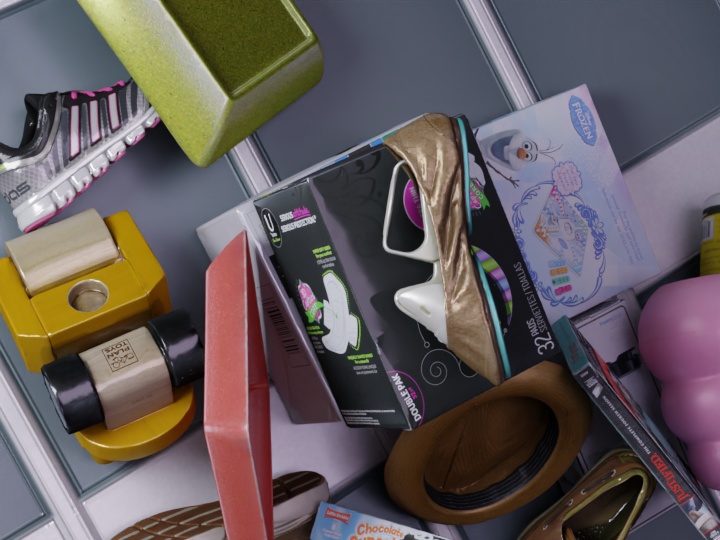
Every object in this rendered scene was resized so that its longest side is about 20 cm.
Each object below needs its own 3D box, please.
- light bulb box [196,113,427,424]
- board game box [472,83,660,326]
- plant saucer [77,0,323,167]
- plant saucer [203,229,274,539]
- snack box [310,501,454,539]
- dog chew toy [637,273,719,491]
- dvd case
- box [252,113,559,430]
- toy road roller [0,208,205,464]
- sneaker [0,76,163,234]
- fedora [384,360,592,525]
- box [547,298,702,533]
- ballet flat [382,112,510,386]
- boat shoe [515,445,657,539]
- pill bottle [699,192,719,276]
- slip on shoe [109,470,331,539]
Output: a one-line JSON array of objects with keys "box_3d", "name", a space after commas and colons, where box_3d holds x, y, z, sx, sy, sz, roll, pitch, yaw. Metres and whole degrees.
[{"box_3d": [0.000, 0.000, 1.216, 0.200, 0.125, 0.199, -29, 96, -23], "name": "light bulb box"}, {"box_3d": [0.165, -0.050, 1.338, 0.199, 0.043, 0.200, -23, 93, -24], "name": "board game box"}, {"box_3d": [-0.123, -0.215, 1.188, 0.200, 0.048, 0.200, 55, 43, -9], "name": "plant saucer"}, {"box_3d": [-0.094, 0.106, 1.099, 0.037, 0.200, 0.200, -5, 47, -1], "name": "plant saucer"}, {"box_3d": [0.071, 0.240, 1.162, 0.116, 0.200, 0.037, 37, 68, -57], "name": "snack box"}, {"box_3d": [0.325, 0.106, 1.286, 0.124, 0.124, 0.201, -8, 83, -24], "name": "dog chew toy"}, {"box_3d": [0.242, 0.137, 1.235, 0.022, 0.146, 0.200, -39, 102, 9], "name": "dvd case"}, {"box_3d": [0.034, 0.003, 1.095, 0.148, 0.124, 0.200, -25, 96, -24], "name": "box"}, {"box_3d": [-0.207, 0.065, 1.134, 0.123, 0.146, 0.200, -23, 57, -17], "name": "toy road roller"}, {"box_3d": [-0.228, -0.125, 1.158, 0.087, 0.074, 0.200, 48, 70, -13], "name": "sneaker"}, {"box_3d": [0.103, 0.136, 1.240, 0.200, 0.082, 0.201, -10, 131, -12], "name": "fedora"}, {"box_3d": [0.229, 0.140, 1.334, 0.116, 0.060, 0.200, -26, 95, -24], "name": "box"}, {"box_3d": [0.054, -0.011, 1.008, 0.072, 0.068, 0.201, -11, 89, -3], "name": "ballet flat"}, {"box_3d": [0.188, 0.242, 1.261, 0.072, 0.068, 0.200, 33, 99, 2], "name": "boat shoe"}, {"box_3d": [0.389, 0.028, 1.391, 0.111, 0.111, 0.201, 8, 81, -23], "name": "pill bottle"}, {"box_3d": [-0.114, 0.225, 1.173, 0.200, 0.076, 0.061, -17, 107, -29], "name": "slip on shoe"}]
